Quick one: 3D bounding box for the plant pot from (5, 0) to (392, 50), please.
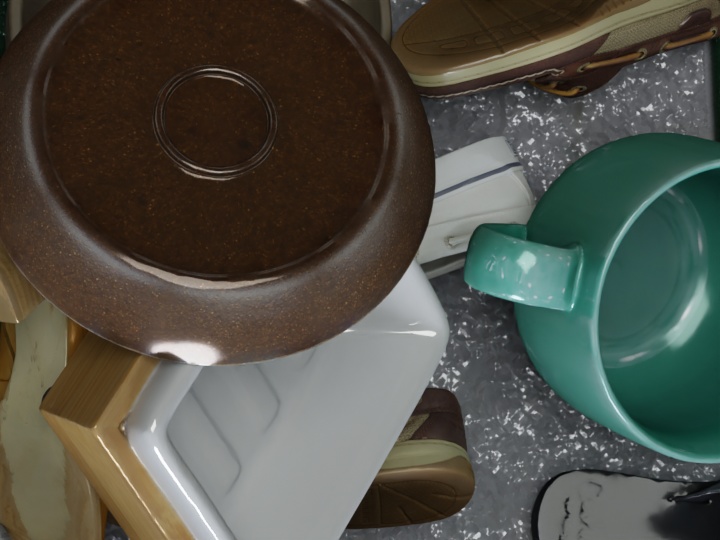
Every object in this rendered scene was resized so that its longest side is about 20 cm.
[{"bbox_3d":[-0.071,-0.132,1.214,0.199,0.174,0.201,1,82,-9],"label":"plant pot"}]

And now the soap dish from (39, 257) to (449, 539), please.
[{"bbox_3d":[-0.050,0.045,1.135,0.200,0.081,0.158,-59,137,-32],"label":"soap dish"}]

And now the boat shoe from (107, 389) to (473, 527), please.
[{"bbox_3d":[-0.045,0.086,1.245,0.199,0.072,0.072,-3,57,-2],"label":"boat shoe"}]

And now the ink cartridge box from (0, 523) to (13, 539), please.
[{"bbox_3d":[-0.204,0.126,1.188,0.068,0.115,0.201,-14,85,1],"label":"ink cartridge box"}]

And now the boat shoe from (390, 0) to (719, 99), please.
[{"bbox_3d":[0.108,-0.117,1.287,0.199,0.072,0.072,-23,132,-23],"label":"boat shoe"}]

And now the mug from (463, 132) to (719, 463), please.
[{"bbox_3d":[0.142,-0.002,1.239,0.152,0.114,0.185,-48,116,-8],"label":"mug"}]

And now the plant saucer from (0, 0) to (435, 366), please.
[{"bbox_3d":[-0.063,-0.058,1.071,0.199,0.035,0.201,5,63,-9],"label":"plant saucer"}]

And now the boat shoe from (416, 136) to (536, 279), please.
[{"bbox_3d":[0.000,0.000,1.263,0.199,0.072,0.066,-24,82,-19],"label":"boat shoe"}]

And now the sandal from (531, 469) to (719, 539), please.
[{"bbox_3d":[0.189,0.135,1.284,0.199,0.043,0.076,-3,83,-9],"label":"sandal"}]

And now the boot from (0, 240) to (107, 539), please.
[{"bbox_3d":[-0.121,0.029,1.166,0.071,0.202,0.144,11,38,27],"label":"boot"}]
